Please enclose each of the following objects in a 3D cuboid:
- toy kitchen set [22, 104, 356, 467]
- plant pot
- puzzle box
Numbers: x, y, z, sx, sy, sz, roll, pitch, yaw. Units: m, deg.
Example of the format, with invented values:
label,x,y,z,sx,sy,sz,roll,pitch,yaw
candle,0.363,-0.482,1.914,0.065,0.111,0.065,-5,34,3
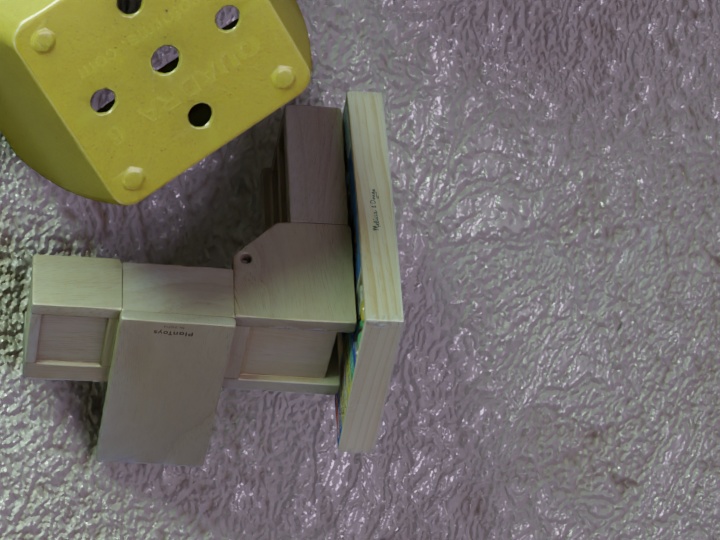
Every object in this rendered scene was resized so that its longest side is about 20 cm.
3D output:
label,x,y,z,sx,sy,sz,roll,pitch,yaw
toy kitchen set,-0.117,0.009,1.812,0.200,0.181,0.163,4,143,-10
plant pot,-0.139,-0.155,1.625,0.200,0.176,0.200,-34,123,-4
puzzle box,0.000,0.000,1.805,0.025,0.200,0.133,2,138,-8
